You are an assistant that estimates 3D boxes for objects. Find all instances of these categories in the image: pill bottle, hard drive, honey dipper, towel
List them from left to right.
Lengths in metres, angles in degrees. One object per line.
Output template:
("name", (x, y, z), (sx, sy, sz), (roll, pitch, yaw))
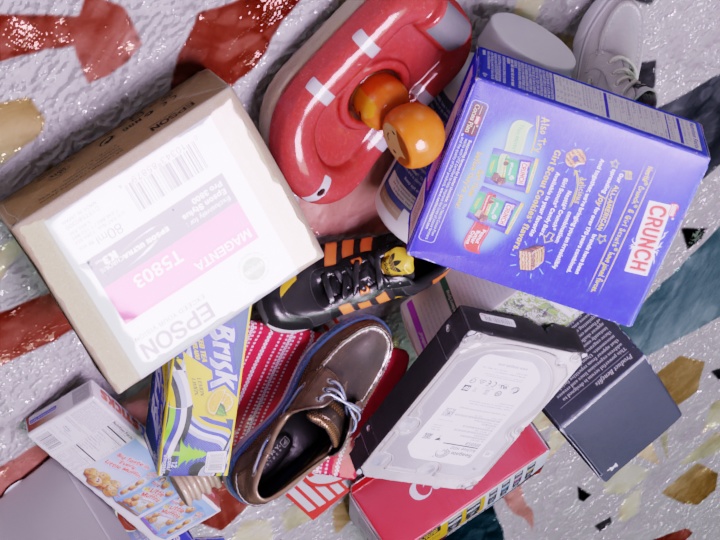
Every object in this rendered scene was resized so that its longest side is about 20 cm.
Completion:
("honey dipper", (-0.076, 0.142, 1.721), (0.199, 0.038, 0.038), (-30, 144, -15))
("towel", (-0.059, 0.119, 1.751), (0.199, 0.022, 0.145), (12, 113, -36))
("hard drive", (0.095, 0.120, 1.766), (0.139, 0.038, 0.200), (13, 130, -34))
("pill bottle", (0.102, -0.114, 1.670), (0.110, 0.111, 0.201), (0, 130, -43))

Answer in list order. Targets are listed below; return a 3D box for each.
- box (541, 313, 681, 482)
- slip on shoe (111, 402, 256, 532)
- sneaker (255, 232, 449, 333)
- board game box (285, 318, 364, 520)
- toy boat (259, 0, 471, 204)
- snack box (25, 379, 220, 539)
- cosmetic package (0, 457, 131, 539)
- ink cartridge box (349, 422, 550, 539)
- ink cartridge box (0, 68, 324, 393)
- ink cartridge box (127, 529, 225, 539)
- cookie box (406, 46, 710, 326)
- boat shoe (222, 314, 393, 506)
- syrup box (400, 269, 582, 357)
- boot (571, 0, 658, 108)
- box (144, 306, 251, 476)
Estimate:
("box", (0.198, 0.081, 1.900), (0.107, 0.200, 0.149), (-39, 146, 1))
("slip on shoe", (-0.159, 0.167, 1.783), (0.200, 0.061, 0.074), (-49, 145, 13))
("sneaker", (0.000, 0.000, 1.709), (0.199, 0.070, 0.090), (-15, 176, -39))
("board game box", (-0.036, 0.146, 1.888), (0.151, 0.046, 0.200), (-40, 146, 0))
("toy boat", (0.018, -0.130, 1.557), (0.200, 0.131, 0.130), (-46, 145, 8))
("snack box", (-0.206, 0.173, 1.722), (0.072, 0.024, 0.200), (-31, 132, 12))
("cosmetic package", (-0.244, 0.271, 1.701), (0.107, 0.200, 0.090), (-37, 144, 1))
("ink cartridge box", (0.089, 0.214, 2.002), (0.199, 0.084, 0.176), (-34, 166, -8))
("ink cartridge box", (-0.152, -0.031, 1.500), (0.199, 0.075, 0.165), (-34, 115, -9))
("ink cartridge box", (-0.223, 0.301, 1.864), (0.199, 0.076, 0.137), (-30, 144, -17))
("cookie box", (0.158, -0.066, 1.586), (0.199, 0.075, 0.172), (19, 119, -6))
("boat shoe", (-0.033, 0.126, 1.679), (0.072, 0.072, 0.200), (41, 80, -22))
("syrup box", (0.140, 0.017, 1.763), (0.200, 0.082, 0.079), (-37, 135, 19))
("boot", (0.227, -0.152, 1.682), (0.073, 0.095, 0.201), (22, 76, -30))
("box", (-0.135, 0.070, 1.633), (0.064, 0.070, 0.201), (2, 114, -18))
